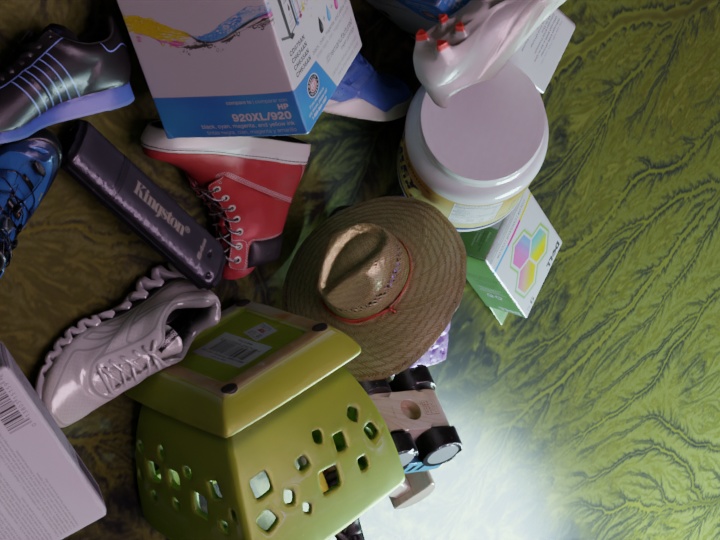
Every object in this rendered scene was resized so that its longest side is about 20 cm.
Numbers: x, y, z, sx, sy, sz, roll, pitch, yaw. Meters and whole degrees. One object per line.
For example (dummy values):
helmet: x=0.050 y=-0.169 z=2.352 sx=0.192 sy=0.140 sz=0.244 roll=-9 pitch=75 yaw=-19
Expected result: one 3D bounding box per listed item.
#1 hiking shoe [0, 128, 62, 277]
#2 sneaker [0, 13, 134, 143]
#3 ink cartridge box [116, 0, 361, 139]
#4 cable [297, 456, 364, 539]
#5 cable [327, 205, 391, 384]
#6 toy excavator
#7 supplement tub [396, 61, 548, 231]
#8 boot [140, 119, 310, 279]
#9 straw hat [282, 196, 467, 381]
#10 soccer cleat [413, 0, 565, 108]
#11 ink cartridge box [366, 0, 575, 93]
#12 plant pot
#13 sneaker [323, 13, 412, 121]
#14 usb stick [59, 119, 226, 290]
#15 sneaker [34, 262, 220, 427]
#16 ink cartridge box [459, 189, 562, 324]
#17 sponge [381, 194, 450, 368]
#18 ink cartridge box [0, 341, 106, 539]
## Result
hiking shoe: x=-0.302 y=-0.030 z=1.266 sx=0.201 sy=0.086 sz=0.075 roll=-54 pitch=136 yaw=-16
sneaker: x=-0.274 y=-0.155 z=1.267 sx=0.199 sy=0.070 sz=0.079 roll=-25 pitch=115 yaw=-42
ink cartridge box: x=-0.107 y=-0.237 z=1.313 sx=0.148 sy=0.143 sz=0.202 roll=-62 pitch=144 yaw=-45
cable: x=-0.019 y=0.284 z=1.632 sx=0.097 sy=0.050 sz=0.202 roll=44 pitch=29 yaw=-77
cable: x=0.009 y=0.031 z=1.623 sx=0.096 sy=0.050 sz=0.202 roll=0 pitch=118 yaw=1
toy excavator: x=0.033 y=0.198 z=1.680 sx=0.193 sy=0.101 sz=0.200 roll=-2 pitch=145 yaw=-39
supplement tub: x=0.112 y=-0.127 z=1.558 sx=0.145 sy=0.143 sz=0.200 roll=-59 pitch=177 yaw=-10
boot: x=-0.134 y=-0.063 z=1.444 sx=0.199 sy=0.072 sz=0.146 roll=6 pitch=103 yaw=-50
straw hat: x=0.000 y=0.000 z=1.505 sx=0.202 sy=0.200 sz=0.085 roll=-60 pitch=154 yaw=-9
soccer cleat: x=0.130 y=-0.230 z=1.444 sx=0.199 sy=0.069 sz=0.078 roll=-36 pitch=136 yaw=-16
ink cartridge box: x=0.099 y=-0.267 z=1.546 sx=0.199 sy=0.144 sz=0.084 roll=29 pitch=86 yaw=-47
plant pot: x=-0.101 y=0.148 z=1.474 sx=0.198 sy=0.199 sz=0.183 roll=-30 pitch=120 yaw=-34
sneaker: x=-0.014 y=-0.212 z=1.501 sx=0.198 sy=0.077 sz=0.112 roll=2 pitch=113 yaw=-40
usb stick: x=-0.192 y=-0.056 z=1.377 sx=0.200 sy=0.032 sz=0.056 roll=45 pitch=36 yaw=-34
sneaker: x=-0.211 y=0.072 z=1.409 sx=0.200 sy=0.081 sz=0.076 roll=-43 pitch=134 yaw=-24
ink cartridge box: x=0.173 y=-0.016 z=1.767 sx=0.105 sy=0.059 sz=0.200 roll=-63 pitch=146 yaw=-16
sponge: x=0.060 y=0.012 z=1.705 sx=0.111 sy=0.030 sz=0.203 roll=-12 pitch=113 yaw=-44
ink cartridge box: x=-0.340 y=0.181 z=1.345 sx=0.172 sy=0.044 sz=0.201 roll=-28 pitch=128 yaw=-4
